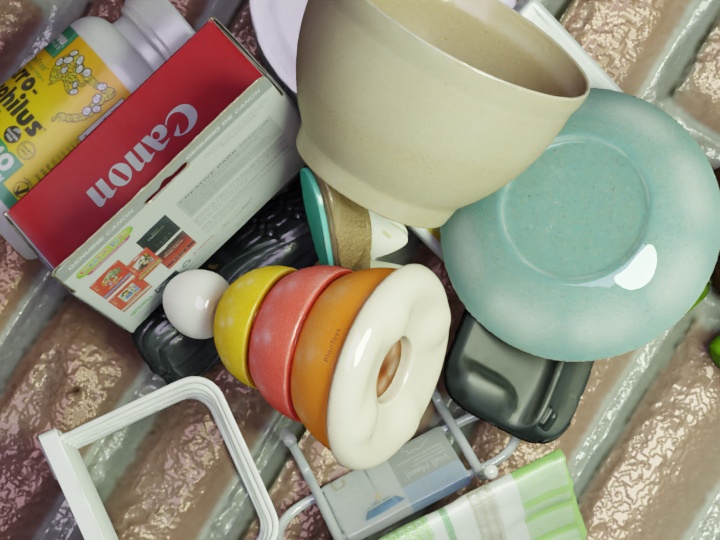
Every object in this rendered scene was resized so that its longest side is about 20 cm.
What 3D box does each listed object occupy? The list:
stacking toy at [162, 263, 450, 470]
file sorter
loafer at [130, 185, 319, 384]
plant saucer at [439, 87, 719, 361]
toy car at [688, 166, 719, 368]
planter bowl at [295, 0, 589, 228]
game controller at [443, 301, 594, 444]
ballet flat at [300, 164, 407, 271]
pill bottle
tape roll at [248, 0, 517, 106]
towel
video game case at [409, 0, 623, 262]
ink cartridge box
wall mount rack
[{"bbox_3d":[-0.050,0.040,1.513,0.199,0.146,0.147,21,85,25],"label":"stacking toy"},{"bbox_3d":[-0.136,0.158,1.532,0.124,0.200,0.139,-24,86,-7],"label":"file sorter"},{"bbox_3d":[-0.079,0.009,1.616,0.200,0.068,0.071,-40,122,-10],"label":"loafer"},{"bbox_3d":[0.151,-0.038,1.519,0.200,0.039,0.202,-3,74,11],"label":"plant saucer"},{"bbox_3d":[0.308,-0.015,1.549,0.164,0.200,0.158,-42,87,-4],"label":"toy car"},{"bbox_3d":[0.037,-0.114,1.474,0.199,0.200,0.135,30,110,2],"label":"planter bowl"},{"bbox_3d":[0.132,0.020,1.567,0.104,0.042,0.201,25,73,-9],"label":"game controller"},{"bbox_3d":[0.000,0.000,1.573,0.072,0.068,0.201,-12,124,-11],"label":"ballet flat"},{"bbox_3d":[-0.202,-0.113,1.594,0.200,0.113,0.113,-41,87,-3],"label":"pill bottle"},{"bbox_3d":[0.017,-0.201,1.625,0.201,0.071,0.204,0,85,0],"label":"tape roll"},{"bbox_3d":[0.067,0.208,1.557,0.199,0.149,0.031,-27,61,-3],"label":"towel"},{"bbox_3d":[0.129,-0.067,1.603,0.200,0.023,0.182,43,85,-22],"label":"video game case"},{"bbox_3d":[-0.138,-0.069,1.510,0.200,0.176,0.084,-43,73,-1],"label":"ink cartridge box"},{"bbox_3d":[0.024,0.146,1.552,0.199,0.174,0.075,-28,123,-3],"label":"wall mount rack"}]
